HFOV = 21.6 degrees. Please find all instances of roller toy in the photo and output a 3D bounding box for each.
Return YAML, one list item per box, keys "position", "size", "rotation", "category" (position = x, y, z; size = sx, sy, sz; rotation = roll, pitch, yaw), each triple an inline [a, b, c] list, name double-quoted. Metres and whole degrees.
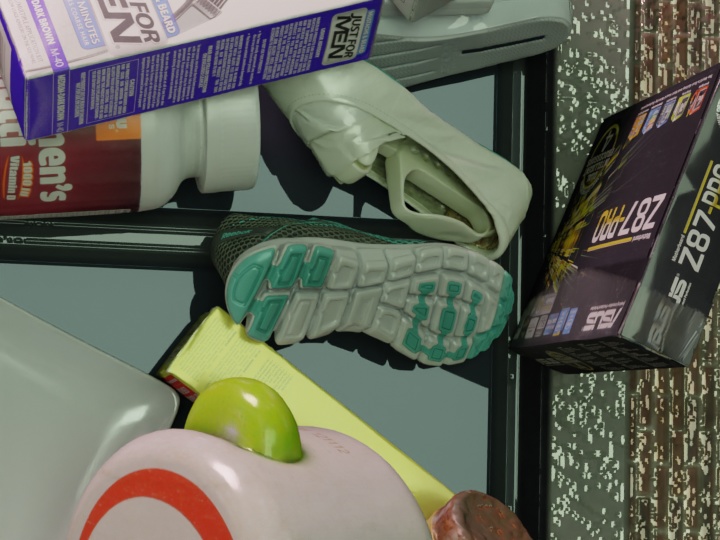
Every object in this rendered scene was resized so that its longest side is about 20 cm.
- position: [-0.055, 0.173, 0.981]
  size: [0.139, 0.200, 0.183]
  rotation: [3, 49, -46]
  category: "roller toy"

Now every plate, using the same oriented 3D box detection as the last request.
- position: [-0.223, 0.113, 1.036]
  size: [0.199, 0.032, 0.200]
  rotation: [31, 67, -21]
  category: "plate"

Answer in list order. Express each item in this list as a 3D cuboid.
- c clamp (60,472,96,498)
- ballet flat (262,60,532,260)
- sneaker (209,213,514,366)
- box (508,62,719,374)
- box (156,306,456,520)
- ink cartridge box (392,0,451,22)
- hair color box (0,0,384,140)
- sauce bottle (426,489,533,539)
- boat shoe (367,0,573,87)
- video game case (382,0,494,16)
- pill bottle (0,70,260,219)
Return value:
- position: [-0.128, 0.206, 1.088]
  size: [0.199, 0.027, 0.172]
  rotation: [8, 78, -9]
  category: "c clamp"
- position: [0.018, -0.067, 1.095]
  size: [0.200, 0.069, 0.070]
  rotation: [30, 79, -24]
  category: "ballet flat"
- position: [0.000, 0.000, 1.105]
  size: [0.199, 0.091, 0.078]
  rotation: [11, 109, -33]
  category: "sneaker"
- position: [0.160, -0.023, 1.074]
  size: [0.049, 0.200, 0.162]
  rotation: [23, 82, -10]
  category: "box"
- position: [-0.024, 0.102, 1.090]
  size: [0.200, 0.075, 0.050]
  rotation: [40, 79, -6]
  category: "box"
- position: [0.017, -0.250, 1.090]
  size: [0.109, 0.050, 0.200]
  rotation: [-31, 72, -21]
  category: "ink cartridge box"
- position: [-0.100, -0.150, 1.009]
  size: [0.199, 0.065, 0.110]
  rotation: [-15, 64, -20]
  category: "hair color box"
- position: [0.016, 0.204, 1.047]
  size: [0.066, 0.066, 0.200]
  rotation: [40, 119, -5]
  category: "sauce bottle"
- position: [0.026, -0.155, 1.134]
  size: [0.199, 0.072, 0.071]
  rotation: [-8, 64, -13]
  category: "boat shoe"
- position: [-0.005, -0.239, 1.119]
  size: [0.143, 0.018, 0.201]
  rotation: [-2, 65, -11]
  category: "video game case"
- position: [-0.161, -0.086, 1.061]
  size: [0.199, 0.110, 0.110]
  rotation: [-4, 86, -11]
  category: "pill bottle"
